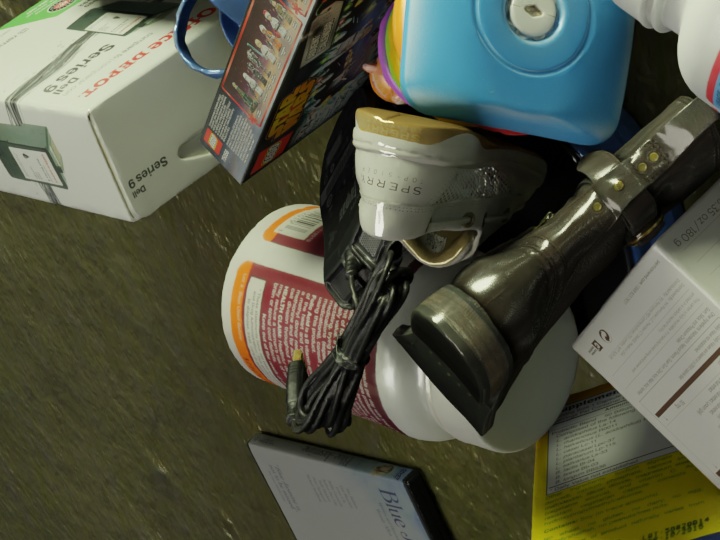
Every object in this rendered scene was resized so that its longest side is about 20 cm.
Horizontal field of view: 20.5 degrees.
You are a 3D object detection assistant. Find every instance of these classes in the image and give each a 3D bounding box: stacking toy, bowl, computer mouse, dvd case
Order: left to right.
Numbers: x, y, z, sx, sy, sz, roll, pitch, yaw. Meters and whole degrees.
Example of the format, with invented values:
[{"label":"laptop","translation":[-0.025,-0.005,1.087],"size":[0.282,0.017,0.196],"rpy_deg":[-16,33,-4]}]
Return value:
[{"label":"computer mouse","translation":[0.000,0.000,1.084],"size":[0.046,0.200,0.141],"rpy_deg":[16,125,-16]},{"label":"dvd case","translation":[0.003,0.201,1.552],"size":[0.199,0.018,0.143],"rpy_deg":[7,129,50]},{"label":"stacking toy","translation":[0.050,-0.114,1.010],"size":[0.115,0.110,0.200],"rpy_deg":[9,173,-17]},{"label":"bowl","translation":[0.094,-0.041,1.134],"size":[0.200,0.039,0.201],"rpy_deg":[33,147,25]}]

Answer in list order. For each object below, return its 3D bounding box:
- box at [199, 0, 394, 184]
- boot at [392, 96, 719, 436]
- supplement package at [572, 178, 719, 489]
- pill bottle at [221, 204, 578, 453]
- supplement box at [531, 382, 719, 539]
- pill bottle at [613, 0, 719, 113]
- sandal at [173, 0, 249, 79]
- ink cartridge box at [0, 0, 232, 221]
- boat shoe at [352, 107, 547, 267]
[{"label":"box","translation":[-0.008,-0.141,1.057],"size":[0.040,0.137,0.200],"rpy_deg":[46,151,10]},{"label":"boot","translation":[0.104,-0.005,0.972],"size":[0.069,0.174,0.200],"rpy_deg":[48,172,5]},{"label":"supplement package","translation":[0.228,0.048,0.971],"size":[0.200,0.121,0.120],"rpy_deg":[44,150,9]},{"label":"pill bottle","translation":[0.022,0.034,1.161],"size":[0.199,0.114,0.115],"rpy_deg":[17,138,44]},{"label":"supplement box","translation":[0.163,0.148,1.075],"size":[0.108,0.200,0.110],"rpy_deg":[-20,114,17]},{"label":"pill bottle","translation":[0.209,-0.095,0.848],"size":[0.200,0.109,0.109],"rpy_deg":[38,149,19]},{"label":"sandal","translation":[-0.058,-0.175,1.139],"size":[0.079,0.087,0.200],"rpy_deg":[41,148,17]},{"label":"ink cartridge box","translation":[-0.168,-0.115,1.293],"size":[0.199,0.146,0.084],"rpy_deg":[12,133,46]},{"label":"boat shoe","translation":[0.039,-0.037,0.982],"size":[0.070,0.200,0.070],"rpy_deg":[13,93,22]}]
